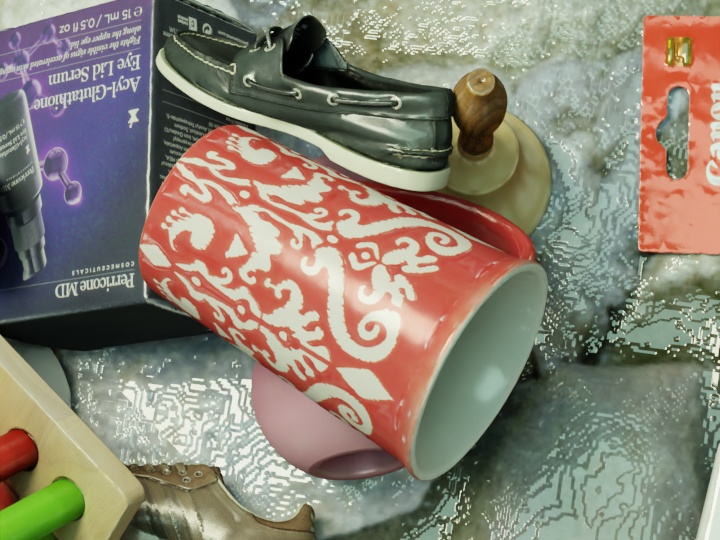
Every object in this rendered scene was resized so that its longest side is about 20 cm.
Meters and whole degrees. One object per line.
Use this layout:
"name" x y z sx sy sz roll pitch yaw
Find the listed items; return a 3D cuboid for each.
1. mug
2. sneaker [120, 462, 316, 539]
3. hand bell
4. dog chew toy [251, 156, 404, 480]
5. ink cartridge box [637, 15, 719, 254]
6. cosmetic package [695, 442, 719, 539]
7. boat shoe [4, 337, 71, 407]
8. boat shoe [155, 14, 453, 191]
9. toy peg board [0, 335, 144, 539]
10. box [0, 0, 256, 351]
"mug" -0.006 0.010 1.112 0.199 0.177 0.134 29 102 22
"sneaker" -0.122 0.154 1.245 0.199 0.071 0.076 21 64 11
"hand bell" 0.068 -0.082 1.171 0.104 0.200 0.105 -1 76 2
"dog chew toy" -0.012 0.024 1.216 0.124 0.125 0.201 -11 69 8
"ink cartridge box" 0.274 -0.090 1.219 0.199 0.047 0.161 1 79 9
"cosmetic package" 0.280 0.208 1.094 0.199 0.166 0.168 13 81 14
"boat shoe" -0.276 0.043 1.286 0.199 0.068 0.074 35 74 -8
"boat shoe" -0.030 -0.111 1.129 0.199 0.074 0.066 28 117 29
"toy peg board" -0.263 0.144 1.195 0.199 0.098 0.200 44 126 15
"box" -0.152 -0.058 1.241 0.147 0.104 0.201 -10 74 34
